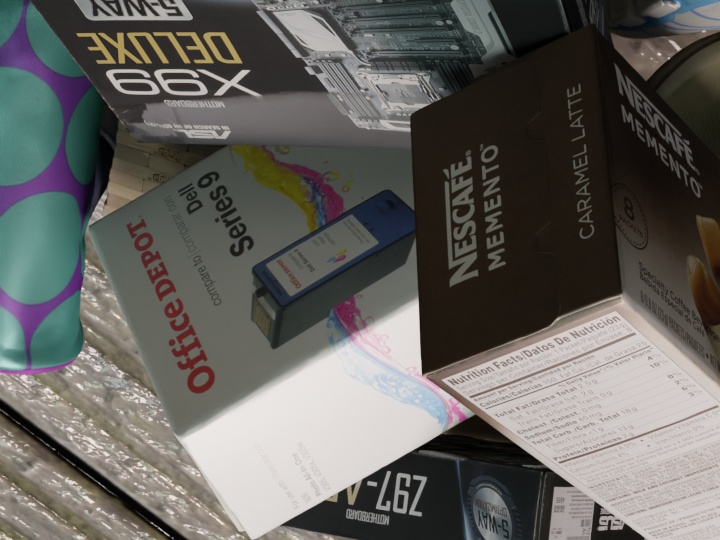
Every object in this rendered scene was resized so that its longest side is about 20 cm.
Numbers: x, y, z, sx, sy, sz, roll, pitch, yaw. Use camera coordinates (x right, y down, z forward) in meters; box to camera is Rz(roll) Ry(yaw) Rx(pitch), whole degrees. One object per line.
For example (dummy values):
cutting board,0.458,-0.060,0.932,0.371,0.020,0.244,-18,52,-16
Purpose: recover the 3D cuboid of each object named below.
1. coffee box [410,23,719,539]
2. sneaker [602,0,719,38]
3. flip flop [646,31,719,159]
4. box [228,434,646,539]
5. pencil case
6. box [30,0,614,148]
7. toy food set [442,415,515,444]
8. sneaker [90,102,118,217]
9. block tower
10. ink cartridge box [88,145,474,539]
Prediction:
coffee box,0.106,0.018,0.707,0.079,0.115,0.200,-23,140,28
sneaker,0.158,-0.115,0.726,0.086,0.075,0.200,24,170,-25
flip flop,0.193,-0.052,0.765,0.198,0.058,0.082,-5,119,-13
box,0.058,0.104,0.903,0.159,0.044,0.200,5,177,32
pencil case,-0.153,-0.060,0.858,0.084,0.092,0.201,12,106,5
box,-0.015,-0.101,0.707,0.199,0.050,0.158,3,157,16
toy food set,0.095,0.061,1.014,0.143,0.061,0.200,29,146,3
sneaker,-0.207,-0.017,1.000,0.199,0.109,0.070,-22,127,40
block tower,-0.079,-0.089,0.904,0.057,0.054,0.201,18,142,2
ink cartridge box,0.000,0.000,0.832,0.199,0.146,0.088,-30,134,1
